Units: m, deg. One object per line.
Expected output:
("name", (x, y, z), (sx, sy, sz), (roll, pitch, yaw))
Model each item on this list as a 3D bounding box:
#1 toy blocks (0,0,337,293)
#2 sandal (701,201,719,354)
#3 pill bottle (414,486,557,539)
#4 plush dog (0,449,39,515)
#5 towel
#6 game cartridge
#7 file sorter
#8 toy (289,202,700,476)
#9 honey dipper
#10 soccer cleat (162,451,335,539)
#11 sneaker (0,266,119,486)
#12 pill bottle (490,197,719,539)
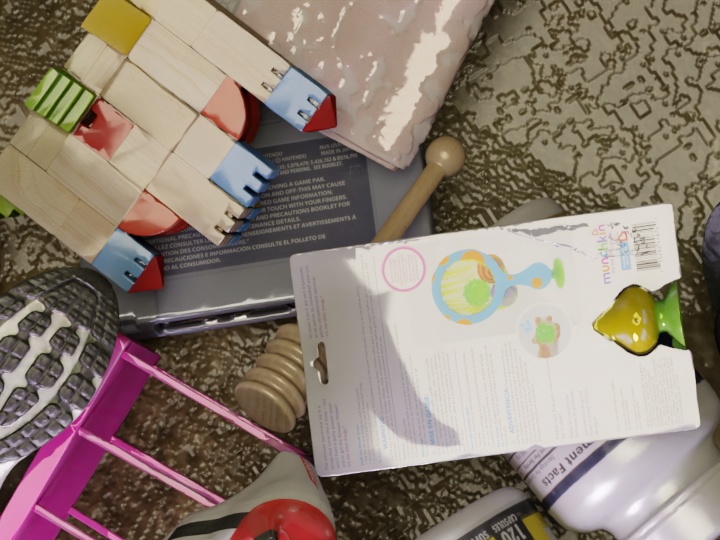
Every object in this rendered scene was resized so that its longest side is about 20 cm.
("toy blocks", (-0.103, -0.068, 1.605), (0.136, 0.100, 0.200), (37, 96, 5))
("sandal", (0.227, 0.057, 1.583), (0.075, 0.048, 0.202), (-10, 100, 31))
("pill bottle", (0.093, 0.225, 1.578), (0.112, 0.112, 0.201), (-34, 81, 1))
("plush dog", (-0.240, 0.071, 1.630), (0.172, 0.160, 0.200), (41, 91, -17))
("towel", (-0.010, -0.182, 1.637), (0.190, 0.032, 0.201), (28, 92, 19))
("game cartridge", (-0.060, -0.038, 1.655), (0.199, 0.041, 0.134), (-8, 76, 5))
("file sorter", (-0.125, 0.153, 1.599), (0.125, 0.139, 0.201), (30, 87, 6))
("toy", (0.071, 0.036, 1.527), (0.199, 0.047, 0.116), (-8, 86, 12))
("honey dipper", (0.000, 0.000, 1.581), (0.038, 0.038, 0.200), (30, 62, 9))
("soccer cleat", (-0.089, 0.169, 1.499), (0.069, 0.085, 0.200), (39, 112, -22))
("sneaker", (-0.197, 0.075, 1.543), (0.077, 0.089, 0.200), (37, 99, -10))
("pill bottle", (0.122, 0.069, 1.594), (0.111, 0.111, 0.200), (-39, 81, 0))
